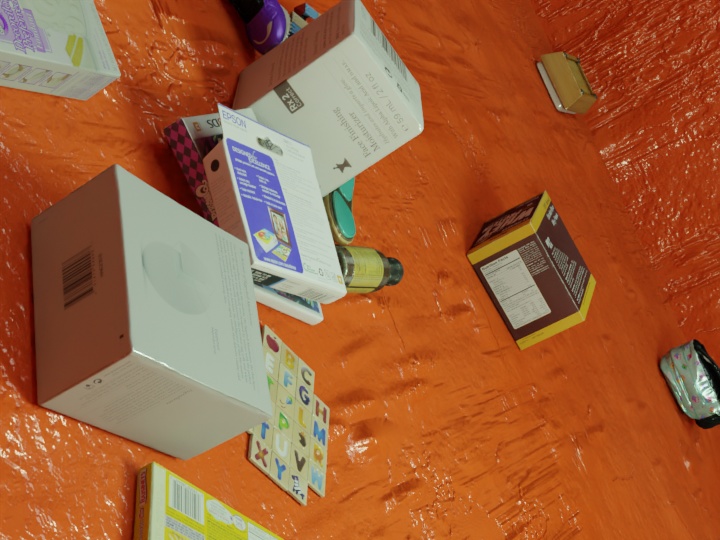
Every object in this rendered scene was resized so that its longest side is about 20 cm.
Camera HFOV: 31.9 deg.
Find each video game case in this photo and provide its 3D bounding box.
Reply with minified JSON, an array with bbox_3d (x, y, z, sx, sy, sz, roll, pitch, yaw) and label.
[{"bbox_3d":[-0.138,-0.094,1.504,0.202,0.036,0.181,64,24,0],"label":"video game case"},{"bbox_3d":[-0.125,-0.039,1.549,0.199,0.023,0.184,28,41,-54],"label":"video game case"}]

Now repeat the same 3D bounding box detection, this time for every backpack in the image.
[{"bbox_3d":[0.808,0.271,3.017,0.202,0.125,0.167,62,12,1],"label":"backpack"}]

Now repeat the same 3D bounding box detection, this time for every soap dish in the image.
[{"bbox_3d":[0.549,-0.497,3.327,0.199,0.081,0.159,-7,71,-66],"label":"soap dish"}]

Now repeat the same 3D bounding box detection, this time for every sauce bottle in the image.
[{"bbox_3d":[0.000,0.000,1.716,0.199,0.064,0.065,6,59,-64],"label":"sauce bottle"}]

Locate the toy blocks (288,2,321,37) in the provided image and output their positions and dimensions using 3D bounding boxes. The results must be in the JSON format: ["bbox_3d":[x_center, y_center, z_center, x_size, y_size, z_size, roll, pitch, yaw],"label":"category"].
[{"bbox_3d":[-0.076,-0.323,1.875,0.136,0.100,0.202,34,36,-28],"label":"toy blocks"}]

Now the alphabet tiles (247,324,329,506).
[{"bbox_3d":[-0.088,0.162,1.436,0.167,0.006,0.202,47,28,-32],"label":"alphabet tiles"}]

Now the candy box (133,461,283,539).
[{"bbox_3d":[-0.139,0.269,1.197,0.200,0.026,0.103,42,34,-40],"label":"candy box"}]

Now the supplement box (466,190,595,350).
[{"bbox_3d":[0.312,-0.004,2.270,0.202,0.132,0.197,59,24,-9],"label":"supplement box"}]

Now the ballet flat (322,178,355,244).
[{"bbox_3d":[-0.041,-0.086,1.713,0.069,0.062,0.201,54,20,-26],"label":"ballet flat"}]

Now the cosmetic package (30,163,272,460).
[{"bbox_3d":[-0.197,0.045,1.188,0.199,0.122,0.202,32,38,-47],"label":"cosmetic package"}]

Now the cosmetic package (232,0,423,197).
[{"bbox_3d":[-0.042,-0.226,1.669,0.165,0.199,0.166,50,18,-24],"label":"cosmetic package"}]

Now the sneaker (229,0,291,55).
[{"bbox_3d":[-0.165,-0.393,1.787,0.099,0.069,0.202,23,41,-46],"label":"sneaker"}]

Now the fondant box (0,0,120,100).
[{"bbox_3d":[-0.345,-0.260,1.281,0.199,0.058,0.146,-2,68,-63],"label":"fondant box"}]

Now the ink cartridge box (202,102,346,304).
[{"bbox_3d":[-0.101,-0.073,1.460,0.197,0.043,0.203,20,52,-57],"label":"ink cartridge box"}]
